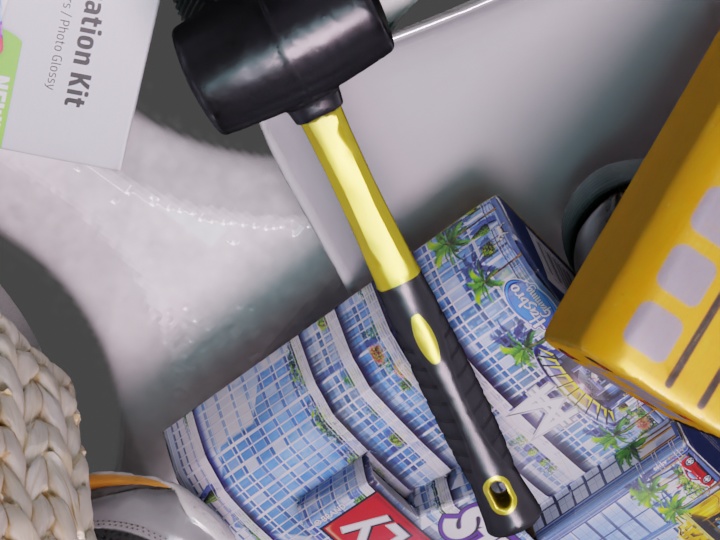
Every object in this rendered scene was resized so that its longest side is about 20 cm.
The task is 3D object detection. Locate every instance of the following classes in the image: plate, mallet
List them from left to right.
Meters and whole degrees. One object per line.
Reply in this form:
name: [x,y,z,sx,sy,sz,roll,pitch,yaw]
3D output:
mallet: [0.000,0.000,0.716,0.065,0.041,0.201,-18,104,3]
plate: [0.085,-0.034,0.789,0.198,0.032,0.201,-24,129,3]

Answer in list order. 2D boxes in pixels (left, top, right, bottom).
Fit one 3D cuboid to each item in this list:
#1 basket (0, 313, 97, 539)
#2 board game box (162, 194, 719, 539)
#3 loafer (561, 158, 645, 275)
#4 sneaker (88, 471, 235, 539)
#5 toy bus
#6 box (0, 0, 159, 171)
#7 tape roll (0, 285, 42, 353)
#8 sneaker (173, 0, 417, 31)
basket: [-0.163,0.084,0.702,0.136,0.200,0.123,-44,118,13]
board game box: [0.031,0.098,0.818,0.199,0.062,0.200,-37,131,15]
loafer: [0.167,0.013,0.767,0.198,0.063,0.072,8,126,-8]
sneaker: [-0.122,0.145,0.779,0.200,0.077,0.078,-38,109,21]
toy bus: [0.143,-0.044,0.697,0.078,0.065,0.201,31,87,-9]
box: [-0.159,-0.127,0.733,0.198,0.041,0.157,11,112,-13]
tape roll: [-0.209,0.067,0.813,0.201,0.037,0.204,-2,113,-5]
sneaker: [0.023,-0.149,0.739,0.093,0.070,0.200,25,109,-34]
